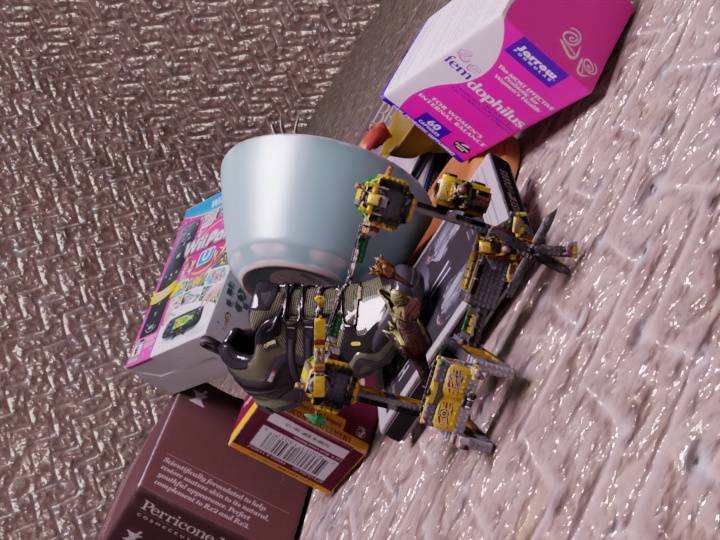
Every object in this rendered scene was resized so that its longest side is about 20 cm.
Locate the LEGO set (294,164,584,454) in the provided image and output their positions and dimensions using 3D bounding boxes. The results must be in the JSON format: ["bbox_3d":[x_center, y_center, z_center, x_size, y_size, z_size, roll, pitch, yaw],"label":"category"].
[{"bbox_3d":[0.044,0.030,0.804,0.201,0.153,0.116,-65,10,2],"label":"LEGO set"}]

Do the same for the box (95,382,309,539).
[{"bbox_3d":[-0.167,0.253,1.248,0.200,0.165,0.165,-56,10,37],"label":"box"}]

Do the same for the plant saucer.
[{"bbox_3d":[0.083,-0.045,1.137,0.201,0.037,0.200,-59,10,17],"label":"plant saucer"}]

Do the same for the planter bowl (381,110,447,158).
[{"bbox_3d":[0.105,-0.188,1.277,0.201,0.083,0.201,-60,10,17],"label":"planter bowl"}]

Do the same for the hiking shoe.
[{"bbox_3d":[-0.040,0.045,0.984,0.200,0.101,0.076,-34,31,27],"label":"hiking shoe"}]

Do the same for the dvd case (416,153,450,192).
[{"bbox_3d":[0.043,-0.038,1.374,0.150,0.025,0.200,-53,13,47],"label":"dvd case"}]

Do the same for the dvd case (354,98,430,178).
[{"bbox_3d":[0.023,-0.122,1.420,0.201,0.016,0.149,-60,31,3],"label":"dvd case"}]

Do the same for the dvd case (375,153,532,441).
[{"bbox_3d":[0.069,0.020,0.977,0.200,0.025,0.151,-57,17,24],"label":"dvd case"}]

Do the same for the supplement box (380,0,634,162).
[{"bbox_3d":[0.120,-0.184,1.023,0.200,0.101,0.104,-26,30,60],"label":"supplement box"}]

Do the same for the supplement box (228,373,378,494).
[{"bbox_3d":[-0.036,0.095,1.157,0.086,0.110,0.200,-52,14,44],"label":"supplement box"}]

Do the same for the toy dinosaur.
[{"bbox_3d":[-0.022,-0.071,1.271,0.105,0.201,0.181,-17,-7,-42],"label":"toy dinosaur"}]

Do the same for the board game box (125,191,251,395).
[{"bbox_3d":[-0.144,0.012,1.213,0.147,0.064,0.201,-22,40,44],"label":"board game box"}]

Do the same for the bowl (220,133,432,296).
[{"bbox_3d":[-0.041,-0.024,1.082,0.201,0.200,0.105,136,150,-62],"label":"bowl"}]
